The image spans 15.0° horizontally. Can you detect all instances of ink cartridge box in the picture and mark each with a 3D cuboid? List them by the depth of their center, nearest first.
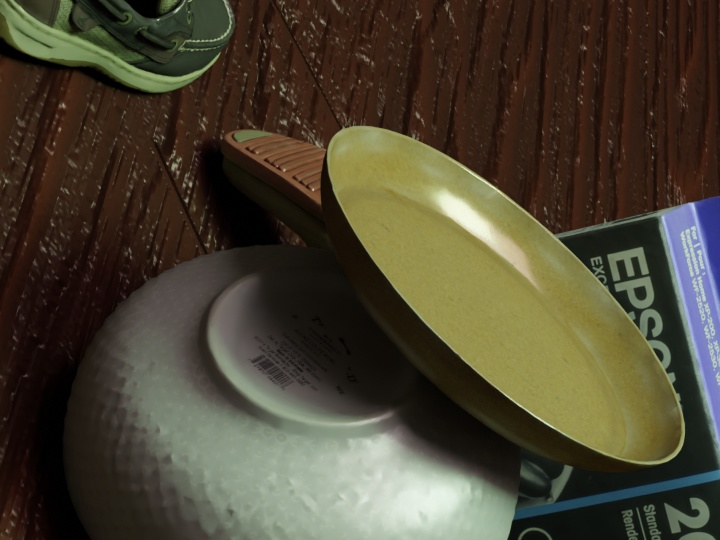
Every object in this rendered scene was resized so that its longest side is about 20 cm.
[{"bbox_3d":[0.127,0.074,1.294,0.043,0.200,0.198,-36,111,-72],"label":"ink cartridge box"}]

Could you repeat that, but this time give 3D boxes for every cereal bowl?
[{"bbox_3d":[-0.024,0.059,1.157,0.200,0.083,0.200,8,43,-8],"label":"cereal bowl"}]

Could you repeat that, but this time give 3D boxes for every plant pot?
[{"bbox_3d":[0.056,0.017,1.177,0.200,0.027,0.200,36,22,-17],"label":"plant pot"}]

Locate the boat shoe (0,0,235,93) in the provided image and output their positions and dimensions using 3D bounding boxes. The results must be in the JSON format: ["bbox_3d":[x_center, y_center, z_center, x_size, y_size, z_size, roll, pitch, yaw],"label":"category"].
[{"bbox_3d":[-0.112,-0.135,1.346,0.201,0.066,0.072,3,59,-60],"label":"boat shoe"}]

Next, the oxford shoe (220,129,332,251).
[{"bbox_3d":[0.000,0.000,1.380,0.200,0.074,0.071,37,28,22],"label":"oxford shoe"}]
